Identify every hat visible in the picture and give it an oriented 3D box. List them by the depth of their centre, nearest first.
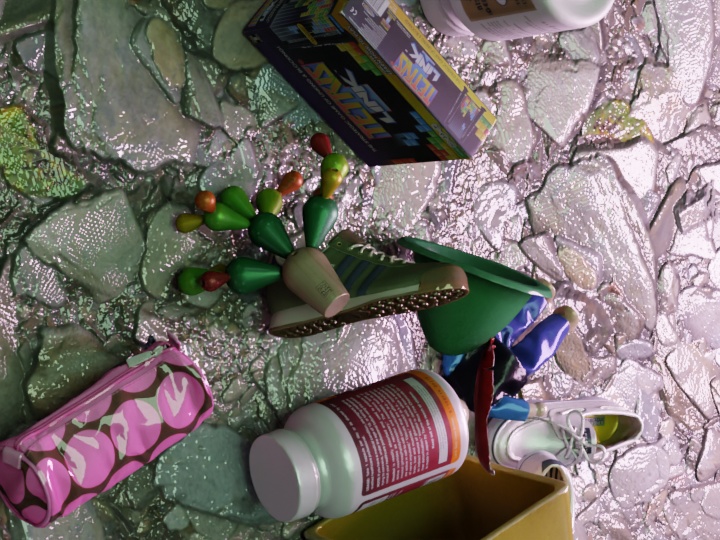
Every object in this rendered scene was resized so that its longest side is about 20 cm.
[{"bbox_3d":[0.088,0.075,1.678,0.165,0.200,0.177,19,96,5],"label":"hat"}]

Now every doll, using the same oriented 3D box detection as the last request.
[{"bbox_3d":[0.149,0.100,1.773,0.200,0.048,0.137,-42,91,-26],"label":"doll"}]

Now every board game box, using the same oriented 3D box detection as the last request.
[{"bbox_3d":[0.008,-0.186,1.606,0.200,0.165,0.057,45,64,-27],"label":"board game box"}]

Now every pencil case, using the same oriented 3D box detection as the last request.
[{"bbox_3d":[-0.228,0.138,1.486,0.200,0.091,0.094,-37,145,-32],"label":"pencil case"}]

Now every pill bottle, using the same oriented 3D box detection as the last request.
[{"bbox_3d":[-0.002,0.172,1.630,0.200,0.113,0.113,-16,99,-35],"label":"pill bottle"},{"bbox_3d":[0.153,-0.290,1.689,0.114,0.200,0.115,0,90,-35],"label":"pill bottle"}]

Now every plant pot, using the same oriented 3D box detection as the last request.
[{"bbox_3d":[0.094,0.320,1.661,0.194,0.195,0.201,-27,112,-32],"label":"plant pot"}]

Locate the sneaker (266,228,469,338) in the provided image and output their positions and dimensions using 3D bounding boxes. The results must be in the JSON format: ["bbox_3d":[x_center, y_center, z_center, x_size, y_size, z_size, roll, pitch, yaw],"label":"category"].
[{"bbox_3d":[0.000,0.000,1.601,0.067,0.199,0.090,33,46,-66],"label":"sneaker"}]

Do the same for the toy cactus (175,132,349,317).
[{"bbox_3d":[-0.071,-0.030,1.563,0.200,0.102,0.165,-36,67,-19],"label":"toy cactus"}]

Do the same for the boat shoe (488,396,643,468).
[{"bbox_3d":[0.227,0.180,1.807,0.201,0.086,0.075,-3,99,-37],"label":"boat shoe"}]

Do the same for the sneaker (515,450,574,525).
[{"bbox_3d":[0.183,0.287,1.730,0.073,0.071,0.201,-2,89,-7],"label":"sneaker"}]
